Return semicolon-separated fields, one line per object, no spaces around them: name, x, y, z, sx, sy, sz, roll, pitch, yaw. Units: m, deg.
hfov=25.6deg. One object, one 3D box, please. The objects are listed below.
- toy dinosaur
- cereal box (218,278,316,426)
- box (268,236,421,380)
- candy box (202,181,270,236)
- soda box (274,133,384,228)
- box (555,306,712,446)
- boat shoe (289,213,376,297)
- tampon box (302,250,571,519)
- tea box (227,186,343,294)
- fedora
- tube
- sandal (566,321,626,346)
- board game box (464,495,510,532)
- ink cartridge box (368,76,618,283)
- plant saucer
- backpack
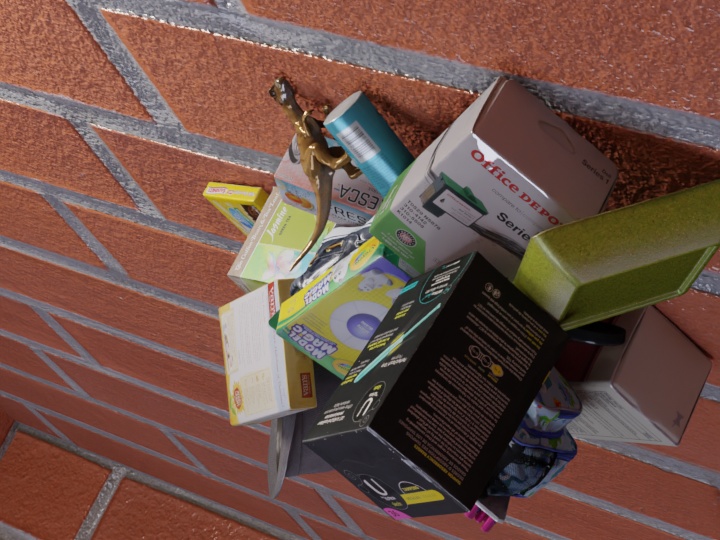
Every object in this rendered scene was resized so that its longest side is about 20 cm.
toy dinosaur;-0.040;-0.108;1.651;0.105;0.060;0.202;-6;102;31
cereal box;-0.107;0.096;1.804;0.039;0.146;0.200;-2;171;-25
box;0.001;0.046;1.624;0.117;0.049;0.199;35;134;-23
candy box;-0.105;-0.044;2.011;0.102;0.027;0.200;12;155;46
soda box;0.011;-0.081;1.698;0.198;0.069;0.064;21;160;15
box;0.272;0.115;1.783;0.128;0.110;0.199;40;157;-27
boat shoe;0.000;0.000;1.654;0.071;0.091;0.200;44;157;-16
tampon box;0.070;0.110;1.456;0.126;0.201;0.150;40;156;-13
tea box;-0.014;0.017;1.879;0.195;0.135;0.200;10;154;39
fedora;-0.059;0.174;1.898;0.089;0.203;0.177;3;-168;-7
tube;0.043;-0.087;1.589;0.201;0.050;0.077;51;152;-15
sandal;0.191;0.038;1.587;0.074;0.046;0.199;-3;-172;-34
board game box;0.081;0.189;1.739;0.199;0.026;0.200;39;-166;1
ink cartridge box;0.121;-0.064;1.470;0.146;0.085;0.200;37;142;-7
plant saucer;0.240;-0.003;1.436;0.198;0.048;0.200;-16;162;-8
backpack;0.146;0.148;1.678;0.183;0.147;0.200;51;-167;28
